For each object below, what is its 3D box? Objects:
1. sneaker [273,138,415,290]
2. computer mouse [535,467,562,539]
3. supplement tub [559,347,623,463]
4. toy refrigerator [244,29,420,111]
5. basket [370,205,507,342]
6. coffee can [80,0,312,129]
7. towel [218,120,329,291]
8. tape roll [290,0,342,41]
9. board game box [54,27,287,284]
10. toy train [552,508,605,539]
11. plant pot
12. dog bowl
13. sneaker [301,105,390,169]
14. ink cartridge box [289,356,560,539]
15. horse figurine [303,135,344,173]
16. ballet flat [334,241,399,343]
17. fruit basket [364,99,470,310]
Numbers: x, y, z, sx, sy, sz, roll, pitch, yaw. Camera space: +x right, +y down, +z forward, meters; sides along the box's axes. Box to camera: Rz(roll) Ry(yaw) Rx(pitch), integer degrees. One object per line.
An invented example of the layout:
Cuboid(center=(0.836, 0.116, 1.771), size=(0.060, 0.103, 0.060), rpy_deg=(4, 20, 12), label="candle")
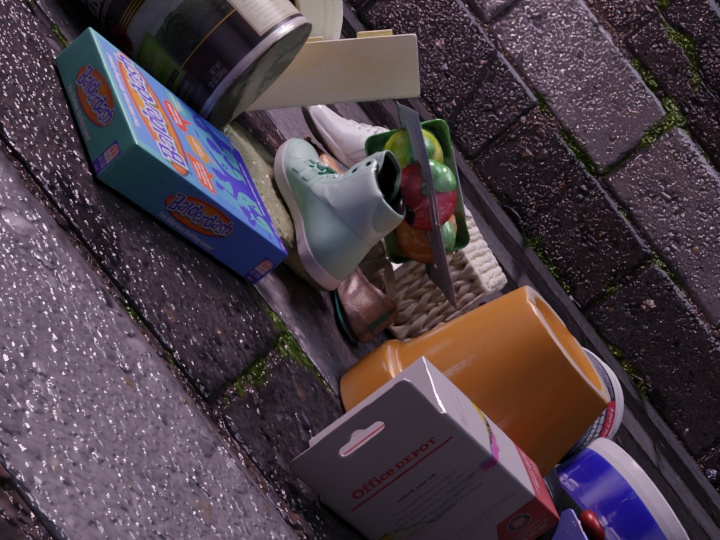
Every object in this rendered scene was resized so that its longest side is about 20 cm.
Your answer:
Cuboid(center=(-0.012, -0.082, 1.154), size=(0.074, 0.118, 0.202), rpy_deg=(37, 22, -38), label="sneaker")
Cuboid(center=(0.146, 0.177, 1.191), size=(0.052, 0.138, 0.202), rpy_deg=(1, 58, -44), label="computer mouse")
Cuboid(center=(0.217, 0.153, 1.408), size=(0.199, 0.140, 0.141), rpy_deg=(11, 42, -59), label="supplement tub")
Cuboid(center=(-0.043, -0.206, 1.253), size=(0.076, 0.197, 0.071), rpy_deg=(-131, -144, -79), label="toy refrigerator")
Cuboid(center=(0.084, 0.003, 1.406), size=(0.124, 0.135, 0.200), rpy_deg=(55, 13, 5), label="basket")
Cuboid(center=(-0.162, -0.250, 1.129), size=(0.200, 0.146, 0.146), rpy_deg=(46, 12, 1), label="coffee can")
Cuboid(center=(-0.094, -0.077, 1.203), size=(0.148, 0.036, 0.201), rpy_deg=(37, 20, -48), label="towel")
Cuboid(center=(-0.123, -0.296, 1.325), size=(0.203, 0.202, 0.140), rpy_deg=(46, 13, -26), label="tape roll")
Cuboid(center=(-0.154, -0.092, 1.006), size=(0.200, 0.045, 0.153), rpy_deg=(37, 20, -50), label="board game box")
Cuboid(center=(0.234, 0.340, 1.174), size=(0.116, 0.084, 0.201), rpy_deg=(59, 5, -41), label="toy train")
Cuboid(center=(0.112, 0.117, 1.075), size=(0.201, 0.183, 0.201), rpy_deg=(48, 13, -15), label="plant pot")
Cuboid(center=(0.284, 0.289, 1.321), size=(0.202, 0.078, 0.200), rpy_deg=(58, -8, 13), label="dog bowl")
Cuboid(center=(0.007, -0.155, 1.522), size=(0.200, 0.080, 0.070), rpy_deg=(41, 4, -29), label="sneaker")
Cuboid(center=(0.044, 0.146, 0.903), size=(0.200, 0.116, 0.068), rpy_deg=(45, 15, -33), label="ink cartridge box")
Cuboid(center=(-0.018, -0.091, 1.491), size=(0.200, 0.050, 0.133), rpy_deg=(45, 7, -18), label="horse figurine")
Cuboid(center=(0.000, 0.000, 1.260), size=(0.068, 0.067, 0.201), rpy_deg=(52, 10, -38), label="ballet flat")
Cuboid(center=(0.067, -0.072, 1.185), size=(0.200, 0.092, 0.188), rpy_deg=(-139, -145, -77), label="fruit basket")
